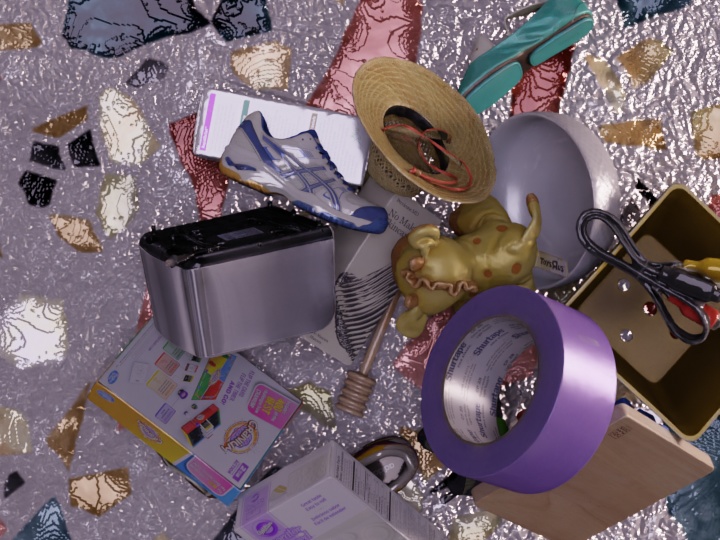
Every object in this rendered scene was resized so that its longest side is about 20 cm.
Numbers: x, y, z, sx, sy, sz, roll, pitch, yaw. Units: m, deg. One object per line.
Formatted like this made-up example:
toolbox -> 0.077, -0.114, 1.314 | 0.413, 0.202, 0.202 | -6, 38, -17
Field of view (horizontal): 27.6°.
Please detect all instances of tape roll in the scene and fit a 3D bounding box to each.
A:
tape roll -> 0.159, 0.122, 1.501 | 0.085, 0.200, 0.201 | 22, 89, -38

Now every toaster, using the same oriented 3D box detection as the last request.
toaster -> -0.140, 0.007, 1.596 | 0.199, 0.181, 0.120 | -13, 105, -24

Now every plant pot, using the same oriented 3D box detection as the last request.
plant pot -> 0.340, 0.044, 1.635 | 0.200, 0.176, 0.200 | 42, 89, -1

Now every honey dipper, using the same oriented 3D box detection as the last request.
honey dipper -> 0.023, 0.072, 1.704 | 0.038, 0.038, 0.201 | 22, 85, -1

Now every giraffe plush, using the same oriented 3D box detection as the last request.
giraffe plush -> 0.104, 0.002, 1.592 | 0.161, 0.200, 0.174 | -8, 89, -26

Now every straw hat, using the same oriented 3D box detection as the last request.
straw hat -> 0.050, -0.131, 1.611 | 0.201, 0.201, 0.085 | 42, 130, 0

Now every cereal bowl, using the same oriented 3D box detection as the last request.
cereal bowl -> 0.219, -0.081, 1.643 | 0.083, 0.200, 0.202 | -9, 90, -37

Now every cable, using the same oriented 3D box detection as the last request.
cable -> 0.311, 0.007, 1.538 | 0.199, 0.050, 0.098 | 26, 107, 11

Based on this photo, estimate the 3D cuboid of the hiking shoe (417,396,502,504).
hiking shoe -> 0.111, 0.167, 1.681 | 0.100, 0.076, 0.201 | -13, 91, -4

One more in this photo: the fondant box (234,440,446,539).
fondant box -> -0.020, 0.290, 1.619 | 0.144, 0.058, 0.200 | -32, 120, 27

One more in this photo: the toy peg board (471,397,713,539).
toy peg board -> 0.245, 0.196, 1.607 | 0.199, 0.200, 0.098 | -35, 49, 24

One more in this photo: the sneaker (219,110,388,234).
sneaker -> -0.053, -0.108, 1.600 | 0.199, 0.075, 0.089 | 25, 88, 2

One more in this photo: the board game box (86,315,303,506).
board game box -> -0.184, 0.146, 1.650 | 0.200, 0.040, 0.153 | 38, 47, 0

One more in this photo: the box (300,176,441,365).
box -> 0.000, 0.000, 1.672 | 0.082, 0.068, 0.201 | 31, 91, -33

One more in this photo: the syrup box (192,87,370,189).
syrup box -> -0.087, -0.151, 1.679 | 0.199, 0.079, 0.082 | 12, 90, 0

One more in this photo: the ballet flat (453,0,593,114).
ballet flat -> 0.175, -0.255, 1.698 | 0.200, 0.067, 0.071 | -36, 66, -1

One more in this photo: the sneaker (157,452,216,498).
sneaker -> -0.214, 0.178, 1.672 | 0.200, 0.076, 0.070 | 43, 101, -1

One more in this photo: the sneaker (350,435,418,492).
sneaker -> -0.025, 0.253, 1.671 | 0.199, 0.090, 0.075 | -34, 90, -1
